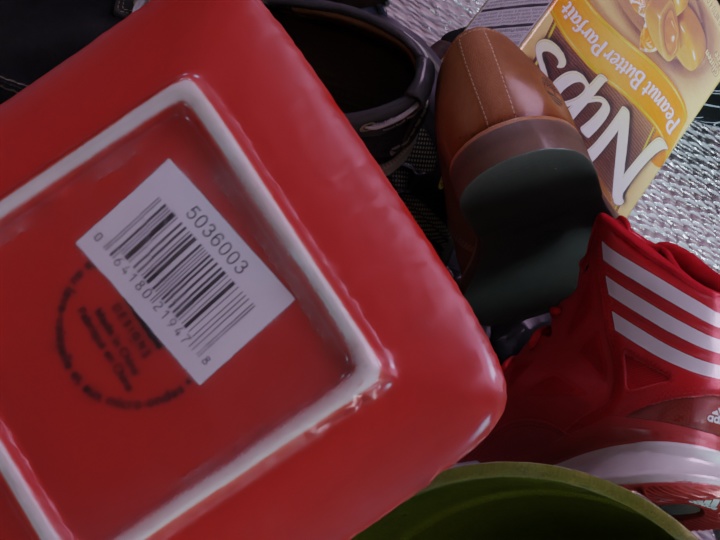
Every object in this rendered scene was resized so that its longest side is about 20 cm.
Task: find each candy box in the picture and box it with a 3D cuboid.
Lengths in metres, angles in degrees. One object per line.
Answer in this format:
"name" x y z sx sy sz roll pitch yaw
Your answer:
"candy box" 0.105 -0.090 1.482 0.200 0.055 0.116 -54 125 -34

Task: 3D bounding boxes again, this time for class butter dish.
"butter dish" -0.065 0.034 1.068 0.200 0.199 0.148 56 2 17

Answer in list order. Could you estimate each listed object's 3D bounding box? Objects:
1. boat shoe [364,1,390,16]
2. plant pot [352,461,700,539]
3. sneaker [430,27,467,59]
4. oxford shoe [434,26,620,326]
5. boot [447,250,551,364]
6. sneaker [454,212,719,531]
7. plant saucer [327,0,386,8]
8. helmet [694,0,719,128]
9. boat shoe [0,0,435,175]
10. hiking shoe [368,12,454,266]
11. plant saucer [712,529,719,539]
"boat shoe" -0.020 -0.139 1.383 0.075 0.062 0.200 2 54 -60
"plant pot" 0.083 0.175 1.095 0.201 0.200 0.193 58 14 17
"sneaker" 0.091 -0.084 1.557 0.200 0.082 0.077 6 50 -56
"oxford shoe" 0.063 -0.035 1.168 0.200 0.071 0.071 79 -7 -66
"boot" 0.097 0.034 1.359 0.162 0.074 0.198 25 9 30
"sneaker" 0.083 0.043 1.157 0.078 0.200 0.116 22 72 -37
"plant saucer" -0.067 -0.162 1.161 0.200 0.035 0.200 41 2 -1
"helmet" 0.233 -0.185 1.805 0.200 0.190 0.201 0 90 -54
"boat shoe" -0.070 -0.085 1.115 0.199 0.072 0.068 12 -11 -4
"hiking shoe" 0.000 0.000 1.190 0.101 0.075 0.201 -60 154 -62
"plant saucer" 0.192 0.053 1.308 0.050 0.201 0.200 14 6 32
